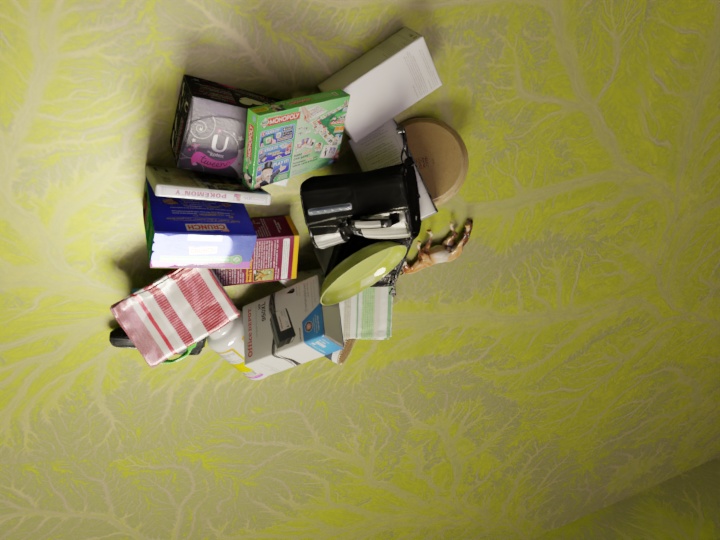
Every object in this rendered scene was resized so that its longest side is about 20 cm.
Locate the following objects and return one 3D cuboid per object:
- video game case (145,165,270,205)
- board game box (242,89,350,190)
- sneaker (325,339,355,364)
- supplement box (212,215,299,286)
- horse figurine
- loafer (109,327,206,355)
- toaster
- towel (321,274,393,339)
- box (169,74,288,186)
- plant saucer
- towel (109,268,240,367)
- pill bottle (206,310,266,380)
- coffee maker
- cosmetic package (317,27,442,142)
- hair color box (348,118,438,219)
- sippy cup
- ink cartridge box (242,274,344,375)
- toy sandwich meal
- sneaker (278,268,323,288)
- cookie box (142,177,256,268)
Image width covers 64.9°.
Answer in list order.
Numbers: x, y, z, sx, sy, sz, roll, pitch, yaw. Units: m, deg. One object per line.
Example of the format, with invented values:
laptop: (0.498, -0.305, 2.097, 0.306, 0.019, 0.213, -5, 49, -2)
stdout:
video game case: (-0.269, -0.149, 0.981, 0.182, 0.200, 0.023, 2, 106, -26)
board game box: (-0.106, -0.223, 0.953, 0.200, 0.029, 0.135, -27, 143, -40)
sneaker: (-0.051, 0.116, 1.364, 0.200, 0.108, 0.070, -64, 155, -13)
supplement box: (-0.233, -0.039, 1.151, 0.200, 0.086, 0.110, -6, 126, -21)
horse figurine: (0.191, -0.055, 1.355, 0.200, 0.050, 0.133, -21, 143, -17)
loafer: (-0.433, 0.157, 1.216, 0.200, 0.068, 0.070, 5, 113, -32)
toaster: (0.010, -0.056, 1.229, 0.181, 0.119, 0.200, 5, 121, -27)
towel: (-0.010, 0.084, 1.299, 0.200, 0.031, 0.149, 5, 87, -35)
box: (-0.216, -0.239, 0.992, 0.200, 0.115, 0.132, 7, 121, -28)
plant saucer: (0.000, 0.000, 1.115, 0.200, 0.031, 0.200, -31, 165, -9)
towel: (-0.351, 0.079, 1.076, 0.200, 0.023, 0.144, -30, 105, -2)
pill bottle: (-0.272, 0.156, 1.266, 0.104, 0.104, 0.200, -35, 131, 3)
coffee maker: (0.001, -0.142, 1.041, 0.200, 0.192, 0.135, -4, 172, 16)
cosmetic package: (0.036, -0.344, 1.051, 0.200, 0.085, 0.108, -32, 130, 1)
hair color box: (0.065, -0.184, 1.112, 0.100, 0.061, 0.200, -25, 89, 13)
sippy cup: (-0.396, 0.088, 1.142, 0.130, 0.178, 0.140, 3, 147, -20)
ink cartridge box: (-0.145, 0.118, 1.188, 0.200, 0.145, 0.084, -23, 145, 21)
toy sandwich meal: (0.125, -0.213, 1.172, 0.205, 0.070, 0.205, 0, 92, 7)
sneaker: (-0.107, 0.024, 1.276, 0.200, 0.070, 0.080, 24, 104, -43)
cookie box: (-0.293, -0.087, 1.013, 0.171, 0.200, 0.075, 1, 123, -25)
